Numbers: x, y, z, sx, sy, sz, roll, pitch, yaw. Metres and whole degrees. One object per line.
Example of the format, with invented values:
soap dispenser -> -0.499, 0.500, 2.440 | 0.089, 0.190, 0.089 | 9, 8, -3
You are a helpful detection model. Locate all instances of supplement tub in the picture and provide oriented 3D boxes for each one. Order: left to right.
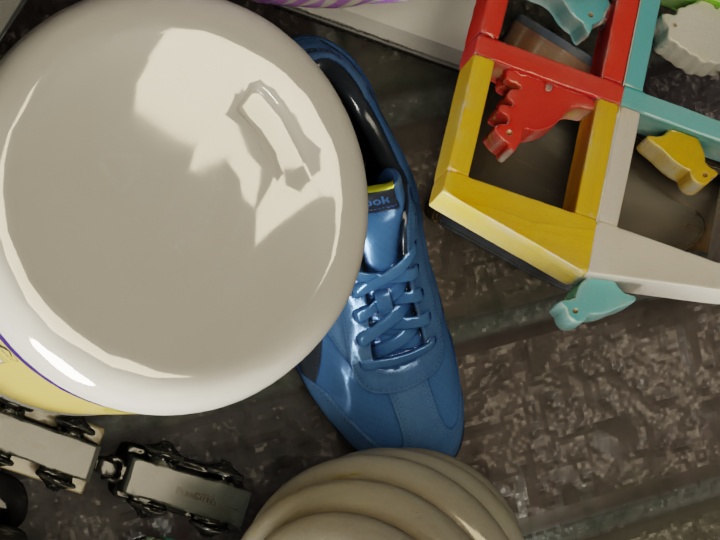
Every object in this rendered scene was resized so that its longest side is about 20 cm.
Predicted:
supplement tub -> -0.093, -0.019, 0.837 | 0.144, 0.200, 0.147 | 1, 86, -19

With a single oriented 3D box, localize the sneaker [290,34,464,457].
sneaker -> 0.000, 0.000, 0.938 | 0.066, 0.078, 0.201 | -21, 102, -13

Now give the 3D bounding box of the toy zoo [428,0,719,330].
toy zoo -> 0.104, -0.071, 0.919 | 0.130, 0.020, 0.201 | 19, 69, -11

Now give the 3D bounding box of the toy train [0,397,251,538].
toy train -> -0.140, 0.067, 0.925 | 0.199, 0.046, 0.034 | 20, 87, -17

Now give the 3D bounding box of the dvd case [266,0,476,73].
dvd case -> 0.011, -0.200, 0.946 | 0.149, 0.025, 0.201 | 18, 92, -16

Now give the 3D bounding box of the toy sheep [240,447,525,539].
toy sheep -> 0.010, 0.136, 0.908 | 0.137, 0.200, 0.139 | 4, 104, 15

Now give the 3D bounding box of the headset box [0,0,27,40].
headset box -> -0.198, -0.069, 0.808 | 0.092, 0.200, 0.175 | 33, 93, -16

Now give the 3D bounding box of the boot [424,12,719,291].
boot -> 0.125, -0.018, 0.978 | 0.199, 0.075, 0.097 | 33, 97, -6

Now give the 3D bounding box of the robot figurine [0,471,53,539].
robot figurine -> -0.186, 0.150, 0.879 | 0.199, 0.125, 0.151 | 16, 92, -15

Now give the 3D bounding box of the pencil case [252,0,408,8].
pencil case -> -0.015, -0.140, 0.836 | 0.085, 0.200, 0.085 | 0, 97, 23

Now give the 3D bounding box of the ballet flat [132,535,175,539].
ballet flat -> -0.068, 0.212, 0.941 | 0.074, 0.074, 0.201 | -24, 100, -11
